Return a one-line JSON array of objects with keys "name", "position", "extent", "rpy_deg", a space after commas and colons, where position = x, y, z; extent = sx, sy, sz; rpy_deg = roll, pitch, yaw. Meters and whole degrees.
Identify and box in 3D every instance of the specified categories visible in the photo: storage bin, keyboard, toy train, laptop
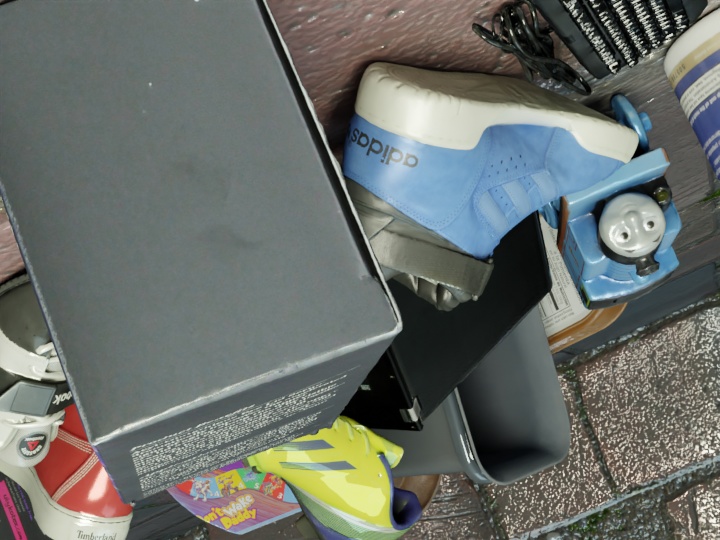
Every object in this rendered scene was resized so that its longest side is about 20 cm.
[{"name": "storage bin", "position": [0.065, 0.070, 0.990], "extent": [0.134, 0.201, 0.145], "rpy_deg": [-19, 174, 43]}, {"name": "keyboard", "position": [0.121, -0.118, 0.605], "extent": [0.104, 0.040, 0.200], "rpy_deg": [-28, 167, 17]}, {"name": "toy train", "position": [0.168, -0.041, 0.844], "extent": [0.086, 0.115, 0.200], "rpy_deg": [-24, 169, 2]}, {"name": "laptop", "position": [0.000, 0.000, 0.747], "extent": [0.199, 0.116, 0.187], "rpy_deg": [0, 142, 18]}]

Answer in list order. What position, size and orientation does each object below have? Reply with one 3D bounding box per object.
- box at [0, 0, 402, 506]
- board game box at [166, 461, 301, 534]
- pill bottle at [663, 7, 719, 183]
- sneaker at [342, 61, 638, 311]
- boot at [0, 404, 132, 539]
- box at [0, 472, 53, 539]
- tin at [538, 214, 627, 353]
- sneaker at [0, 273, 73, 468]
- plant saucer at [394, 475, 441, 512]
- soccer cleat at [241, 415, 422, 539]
[{"name": "box", "position": [-0.071, -0.005, 0.476], "extent": [0.104, 0.148, 0.200], "rpy_deg": [-20, 167, -12]}, {"name": "board game box", "position": [-0.081, 0.125, 1.034], "extent": [0.200, 0.158, 0.039], "rpy_deg": [-15, 150, -33]}, {"name": "pill bottle", "position": [0.269, -0.062, 0.731], "extent": [0.111, 0.200, 0.111], "rpy_deg": [-22, 168, -5]}, {"name": "sneaker", "position": [0.061, -0.038, 0.636], "extent": [0.200, 0.077, 0.112], "rpy_deg": [-4, 118, -50]}, {"name": "boot", "position": [-0.180, 0.070, 0.791], "extent": [0.072, 0.145, 0.200], "rpy_deg": [12, -173, -34]}, {"name": "box", "position": [-0.296, 0.182, 0.964], "extent": [0.122, 0.106, 0.200], "rpy_deg": [-26, 169, 22]}, {"name": "tin", "position": [0.144, 0.019, 1.070], "extent": [0.200, 0.112, 0.042], "rpy_deg": [-33, 164, 38]}, {"name": "sneaker", "position": [-0.181, 0.059, 0.696], "extent": [0.074, 0.089, 0.200], "rpy_deg": [-7, 159, -48]}, {"name": "plant saucer", "position": [0.006, 0.117, 1.051], "extent": [0.034, 0.201, 0.200], "rpy_deg": [-14, 175, 32]}, {"name": "soccer cleat", "position": [-0.021, 0.107, 0.763], "extent": [0.084, 0.065, 0.200], "rpy_deg": [-22, 134, 8]}]
